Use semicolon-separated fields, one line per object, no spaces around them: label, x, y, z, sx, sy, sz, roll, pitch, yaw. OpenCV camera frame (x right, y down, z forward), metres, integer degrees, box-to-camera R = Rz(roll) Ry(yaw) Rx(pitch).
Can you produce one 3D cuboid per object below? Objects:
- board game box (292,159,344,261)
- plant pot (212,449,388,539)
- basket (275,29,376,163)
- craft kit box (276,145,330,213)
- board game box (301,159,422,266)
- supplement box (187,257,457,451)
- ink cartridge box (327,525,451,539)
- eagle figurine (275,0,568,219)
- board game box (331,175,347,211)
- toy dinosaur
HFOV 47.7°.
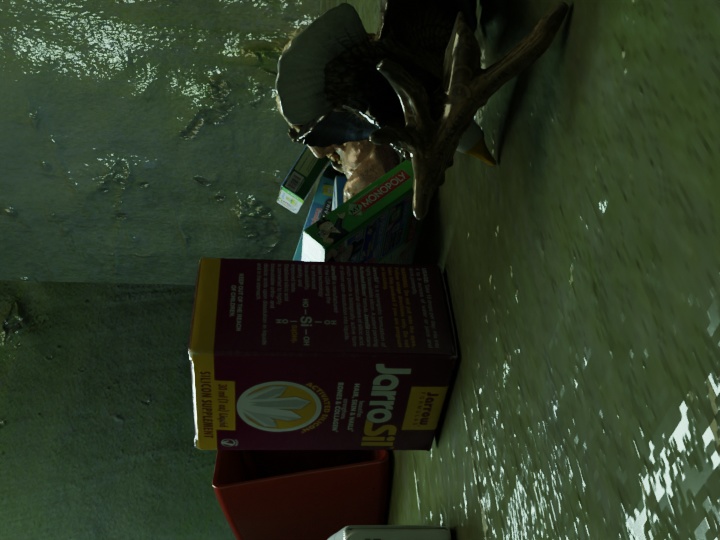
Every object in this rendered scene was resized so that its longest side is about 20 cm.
board game box;-0.058;-0.095;1.354;0.200;0.047;0.152;-81;10;-74
plant pot;-0.063;0.273;1.017;0.200;0.199;0.177;-105;7;-71
basket;-0.039;-0.203;1.046;0.200;0.142;0.150;142;130;-82
craft kit box;-0.058;-0.189;1.253;0.201;0.048;0.197;-58;8;-5
board game box;0.000;0.000;0.760;0.029;0.134;0.200;40;148;21
supplement box;-0.034;0.071;0.663;0.104;0.199;0.131;-96;9;-46
ink cartridge box;0.018;0.287;0.662;0.200;0.083;0.146;106;164;-69
eagle figurine;0.028;-0.116;0.497;0.200;0.151;0.152;-107;-1;-56
board game box;-0.014;0.004;1.171;0.196;0.056;0.201;98;171;-50
toy dinosaur;0.013;-0.125;0.888;0.086;0.135;0.201;-9;-104;-57
